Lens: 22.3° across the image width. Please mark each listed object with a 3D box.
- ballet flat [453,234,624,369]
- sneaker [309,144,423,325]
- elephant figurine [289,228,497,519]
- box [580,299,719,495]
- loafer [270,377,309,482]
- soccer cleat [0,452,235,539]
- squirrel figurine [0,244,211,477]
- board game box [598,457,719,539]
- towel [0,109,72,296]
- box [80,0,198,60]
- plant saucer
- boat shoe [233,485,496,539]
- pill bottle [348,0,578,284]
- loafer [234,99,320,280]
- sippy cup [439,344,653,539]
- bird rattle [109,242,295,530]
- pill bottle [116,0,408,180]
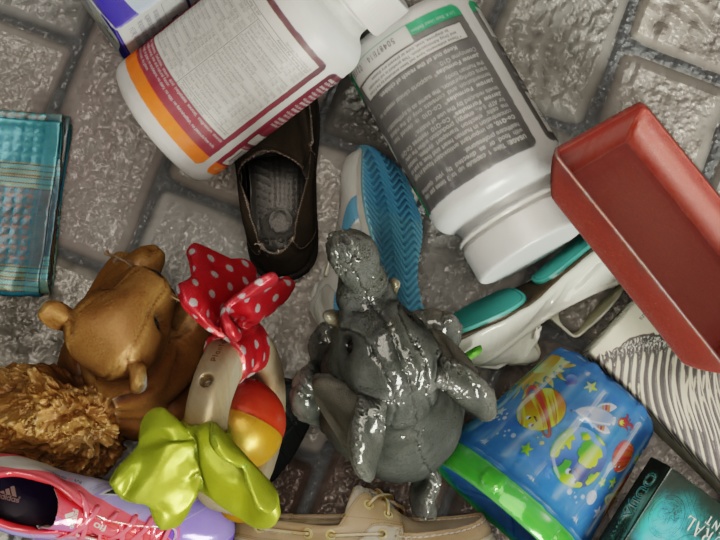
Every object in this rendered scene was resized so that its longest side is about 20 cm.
[{"bbox_3d":[0.137,0.033,1.395,0.200,0.069,0.069,-32,85,-4],"label":"ballet flat"},{"bbox_3d":[0.000,0.000,1.387,0.081,0.076,0.200,-18,64,35],"label":"sneaker"},{"bbox_3d":[0.018,0.073,1.218,0.155,0.200,0.142,25,81,-2],"label":"elephant figurine"},{"bbox_3d":[0.265,0.105,1.379,0.200,0.068,0.082,43,84,5],"label":"box"},{"bbox_3d":[-0.122,0.148,1.375,0.200,0.072,0.073,-41,125,-7],"label":"loafer"},{"bbox_3d":[-0.185,0.173,1.282,0.200,0.076,0.067,15,93,-11],"label":"soccer cleat"},{"bbox_3d":[-0.185,0.075,1.325,0.142,0.187,0.200,42,86,4],"label":"squirrel figurine"},{"bbox_3d":[0.246,0.242,1.335,0.200,0.028,0.135,36,84,-29],"label":"board game box"},{"bbox_3d":[-0.332,-0.058,1.424,0.200,0.022,0.147,5,83,1],"label":"towel"},{"bbox_3d":[-0.124,-0.256,1.363,0.200,0.184,0.105,-37,86,-4],"label":"box"},{"bbox_3d":[0.228,-0.022,1.352,0.037,0.200,0.200,-42,84,31],"label":"plant saucer"},{"bbox_3d":[0.000,0.196,1.368,0.200,0.074,0.069,-8,90,0],"label":"boat shoe"},{"bbox_3d":[0.082,-0.099,1.374,0.113,0.113,0.200,-28,79,-3],"label":"pill bottle"},{"bbox_3d":[-0.064,-0.094,1.401,0.073,0.071,0.200,-9,84,-1],"label":"loafer"},{"bbox_3d":[0.143,0.134,1.347,0.130,0.140,0.178,-49,129,-9],"label":"sippy cup"},{"bbox_3d":[-0.096,0.091,1.268,0.113,0.163,0.200,-1,61,13],"label":"bird rattle"},{"bbox_3d":[-0.070,-0.164,1.325,0.200,0.110,0.110,-37,85,10],"label":"pill bottle"}]
